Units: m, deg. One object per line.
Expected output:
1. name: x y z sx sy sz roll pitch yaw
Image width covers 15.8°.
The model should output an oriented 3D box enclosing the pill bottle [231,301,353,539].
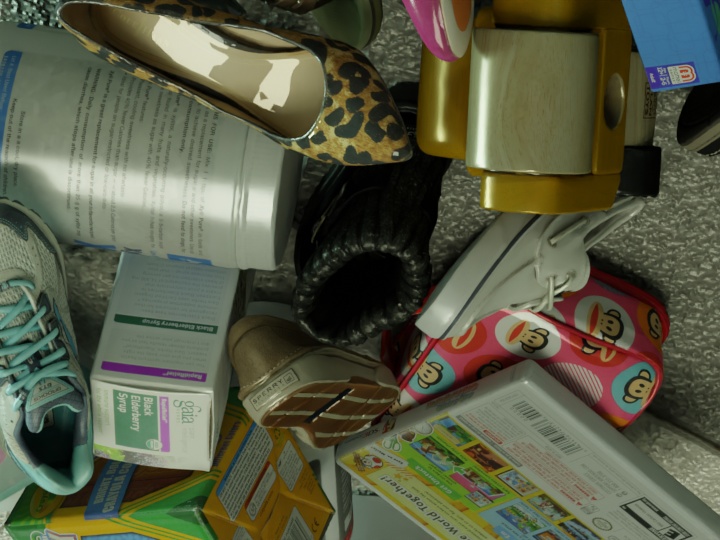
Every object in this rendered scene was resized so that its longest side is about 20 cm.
1. pill bottle: -0.064 0.122 1.822 0.114 0.114 0.200 5 137 8

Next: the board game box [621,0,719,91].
1. board game box: 0.155 -0.220 1.380 0.045 0.152 0.200 -8 135 20

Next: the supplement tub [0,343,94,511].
1. supplement tub: -0.280 0.059 1.793 0.132 0.132 0.200 -23 127 32

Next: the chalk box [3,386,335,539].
1. chalk box: -0.143 0.165 1.724 0.200 0.125 0.124 -8 126 29

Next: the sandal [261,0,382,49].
1. sandal: -0.047 -0.187 1.488 0.080 0.057 0.201 41 174 32

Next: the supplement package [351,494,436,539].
1. supplement package: 0.040 0.277 1.898 0.156 0.200 0.111 3 138 9

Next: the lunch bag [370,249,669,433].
1. lunch bag: 0.093 0.066 1.750 0.176 0.082 0.200 25 137 -12

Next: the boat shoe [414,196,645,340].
1. boat shoe: 0.107 -0.008 1.577 0.066 0.200 0.072 43 133 5

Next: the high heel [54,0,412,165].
1. high heel: -0.074 -0.108 1.460 0.143 0.200 0.071 -2 120 -49

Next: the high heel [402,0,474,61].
1. high heel: -0.001 -0.201 1.426 0.096 0.200 0.067 -17 175 21

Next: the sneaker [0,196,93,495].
1. sneaker: -0.194 0.047 1.552 0.078 0.086 0.200 -23 126 -13

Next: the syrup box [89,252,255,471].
1. syrup box: -0.116 0.025 1.666 0.081 0.200 0.079 8 138 4

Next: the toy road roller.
1. toy road roller: 0.087 -0.101 1.499 0.146 0.200 0.123 6 96 25

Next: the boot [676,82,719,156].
1. boot: 0.300 -0.101 1.536 0.151 0.073 0.200 34 128 -22

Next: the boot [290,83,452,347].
1. boot: -0.002 -0.001 1.643 0.079 0.158 0.211 16 137 -4

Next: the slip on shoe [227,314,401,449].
1. slip on shoe: -0.033 0.069 1.670 0.076 0.061 0.200 -38 162 13

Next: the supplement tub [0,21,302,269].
1. supplement tub: -0.140 -0.077 1.604 0.200 0.132 0.132 9 137 4

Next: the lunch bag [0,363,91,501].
1. lunch bag: -0.282 0.074 1.653 0.200 0.122 0.170 -28 123 13

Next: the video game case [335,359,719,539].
1. video game case: 0.114 0.148 1.762 0.200 0.023 0.182 39 136 -27
